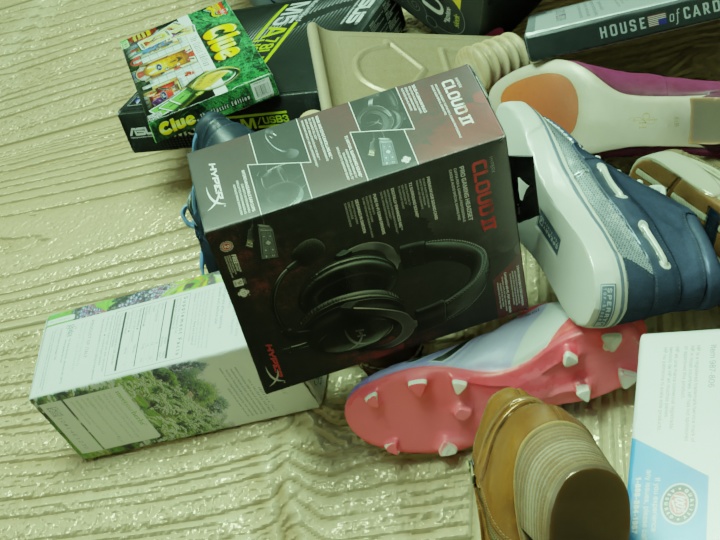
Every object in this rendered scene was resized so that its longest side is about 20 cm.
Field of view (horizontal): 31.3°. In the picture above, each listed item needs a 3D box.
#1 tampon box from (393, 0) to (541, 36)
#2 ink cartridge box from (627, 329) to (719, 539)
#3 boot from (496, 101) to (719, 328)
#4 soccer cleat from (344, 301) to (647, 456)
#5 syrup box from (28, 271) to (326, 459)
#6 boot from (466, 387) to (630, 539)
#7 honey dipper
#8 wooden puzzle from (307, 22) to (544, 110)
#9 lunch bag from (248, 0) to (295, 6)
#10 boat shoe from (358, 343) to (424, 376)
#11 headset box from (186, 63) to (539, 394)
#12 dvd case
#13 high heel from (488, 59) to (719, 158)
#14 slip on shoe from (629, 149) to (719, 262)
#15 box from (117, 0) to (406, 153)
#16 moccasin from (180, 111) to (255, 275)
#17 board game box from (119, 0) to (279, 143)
[{"bbox_3d":[0.117,-0.303,1.045,0.126,0.150,0.200,39,74,17],"label":"tampon box"},{"bbox_3d":[0.247,0.107,0.668,0.198,0.085,0.146,-5,49,26],"label":"ink cartridge box"},{"bbox_3d":[0.152,-0.039,0.820,0.089,0.073,0.201,-4,44,-15],"label":"boot"},{"bbox_3d":[0.086,0.064,0.822,0.198,0.067,0.077,-19,22,15],"label":"soccer cleat"},{"bbox_3d":[-0.128,0.064,0.918,0.198,0.079,0.082,-15,44,16],"label":"syrup box"},{"bbox_3d":[0.091,0.170,0.698,0.073,0.203,0.155,11,8,-11],"label":"boot"},{"bbox_3d":[0.038,-0.124,0.905,0.199,0.038,0.038,-25,37,-31],"label":"honey dipper"},{"bbox_3d":[0.062,-0.111,0.955,0.197,0.047,0.186,4,43,-14],"label":"wooden puzzle"},{"bbox_3d":[-0.053,-0.330,1.141,0.199,0.170,0.125,-20,43,36],"label":"lunch bag"},{"bbox_3d":[0.000,0.000,0.912,0.070,0.071,0.201,-14,47,2],"label":"boat shoe"},{"bbox_3d":[0.012,-0.025,0.781,0.198,0.150,0.078,-16,46,-2],"label":"headset box"},{"bbox_3d":[0.220,-0.192,0.937,0.198,0.025,0.150,-12,13,12],"label":"dvd case"},{"bbox_3d":[0.192,-0.108,0.904,0.198,0.096,0.068,15,102,31],"label":"high heel"},{"bbox_3d":[0.246,-0.010,0.797,0.060,0.077,0.200,-10,37,-27],"label":"slip on shoe"},{"bbox_3d":[-0.080,-0.173,1.096,0.191,0.048,0.201,-4,34,27],"label":"box"},{"bbox_3d":[-0.085,-0.049,0.916,0.080,0.201,0.068,-33,72,-24],"label":"moccasin"},{"bbox_3d":[-0.137,-0.168,1.058,0.104,0.024,0.200,-21,32,-7],"label":"board game box"}]
